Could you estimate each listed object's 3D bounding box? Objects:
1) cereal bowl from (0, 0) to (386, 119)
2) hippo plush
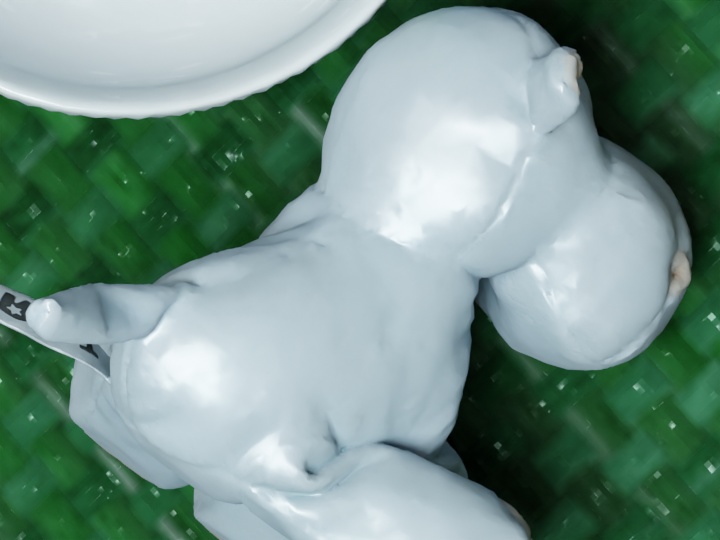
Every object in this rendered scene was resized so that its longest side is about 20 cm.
[{"bbox_3d":[-0.068,-0.143,0.852,0.200,0.083,0.200,0,92,-5],"label":"cereal bowl"},{"bbox_3d":[0.000,0.000,0.843,0.200,0.159,0.161,42,79,-25],"label":"hippo plush"}]
